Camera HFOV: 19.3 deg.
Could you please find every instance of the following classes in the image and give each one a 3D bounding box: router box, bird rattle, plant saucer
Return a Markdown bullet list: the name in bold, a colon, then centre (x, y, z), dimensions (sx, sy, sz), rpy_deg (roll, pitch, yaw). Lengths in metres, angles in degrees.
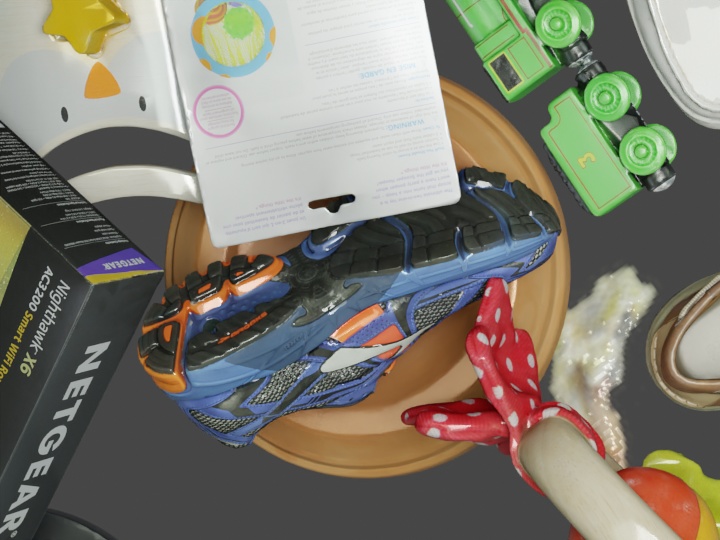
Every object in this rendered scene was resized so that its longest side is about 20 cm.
- **router box**: centre (-0.196, 0.035, 0.987), dimensions (0.157, 0.052, 0.201), rpy_deg (40, 117, 23)
- **bird rattle**: centre (0.114, 0.099, 0.919), dimensions (0.112, 0.163, 0.200), rpy_deg (-39, 117, -3)
- **plant saucer**: centre (0.000, 0.000, 1.011), dimensions (0.198, 0.037, 0.202), rpy_deg (0, 90, 9)

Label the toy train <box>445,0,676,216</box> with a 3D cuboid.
- **toy train**: centre (0.078, -0.114, 0.997), dimensions (0.056, 0.042, 0.201), rpy_deg (-35, 84, 19)

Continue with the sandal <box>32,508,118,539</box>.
- **sandal**: centre (-0.119, 0.173, 1.028), dimensions (0.199, 0.043, 0.077), rpy_deg (23, 94, 9)

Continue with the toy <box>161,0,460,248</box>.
- **toy**: centre (-0.028, -0.121, 0.943), dimensions (0.114, 0.047, 0.202), rpy_deg (-10, 101, 8)

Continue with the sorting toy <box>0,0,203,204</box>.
- **sorting toy**: centre (-0.118, -0.115, 0.996), dimensions (0.198, 0.107, 0.182), rpy_deg (-8, 90, 10)

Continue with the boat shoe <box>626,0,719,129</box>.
- **boat shoe**: centre (0.149, -0.164, 0.968), dimensions (0.070, 0.069, 0.202), rpy_deg (-13, 89, 8)

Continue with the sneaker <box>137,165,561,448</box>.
- **sneaker**: centre (-0.001, 0.016, 0.963), dimensions (0.199, 0.079, 0.076), rpy_deg (-22, 43, -2)

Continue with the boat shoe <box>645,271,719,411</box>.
- **boat shoe**: centre (0.219, 0.003, 0.955), dimensions (0.199, 0.072, 0.076), rpy_deg (-36, 85, 8)
